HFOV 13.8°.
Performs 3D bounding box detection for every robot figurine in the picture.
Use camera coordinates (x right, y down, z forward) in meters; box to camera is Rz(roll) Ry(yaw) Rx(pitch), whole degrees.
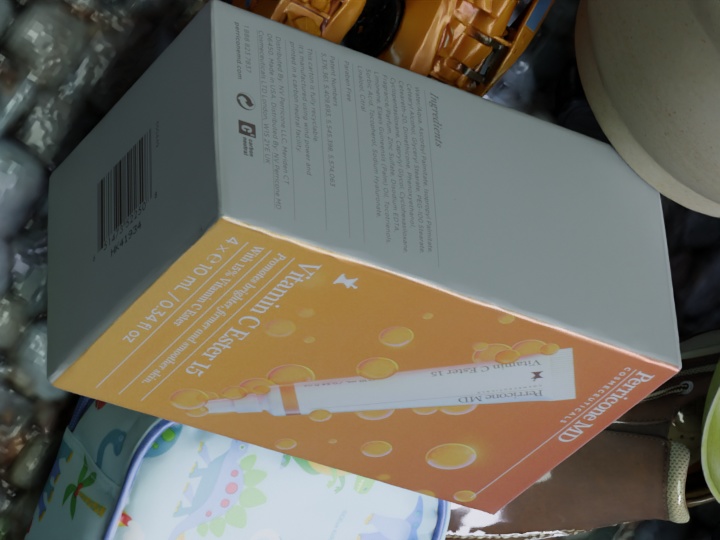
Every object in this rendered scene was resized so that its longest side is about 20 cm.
[{"bbox_3d":[0.035,-0.144,1.122,0.145,0.058,0.200,24,99,-36],"label":"robot figurine"}]

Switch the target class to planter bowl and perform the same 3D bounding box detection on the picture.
[{"bbox_3d":[0.162,-0.098,1.100,0.200,0.135,0.201,13,64,-27],"label":"planter bowl"}]

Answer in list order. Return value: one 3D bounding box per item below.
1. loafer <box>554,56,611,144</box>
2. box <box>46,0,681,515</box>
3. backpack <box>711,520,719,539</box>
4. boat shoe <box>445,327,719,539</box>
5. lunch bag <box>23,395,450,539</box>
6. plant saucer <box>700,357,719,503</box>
[{"bbox_3d":[0.173,-0.086,1.222,0.200,0.071,0.068,-6,156,-12],"label":"loafer"},{"bbox_3d":[0.000,0.000,1.099,0.200,0.098,0.124,18,140,-28],"label":"box"},{"bbox_3d":[0.229,0.202,1.300,0.200,0.176,0.154,9,107,-57],"label":"backpack"},{"bbox_3d":[0.113,0.074,1.249,0.202,0.075,0.075,-19,119,-19],"label":"boat shoe"},{"bbox_3d":[-0.060,0.139,1.184,0.160,0.082,0.201,13,105,-30],"label":"lunch bag"},{"bbox_3d":[0.220,0.027,1.196,0.199,0.031,0.200,-18,142,-15],"label":"plant saucer"}]
